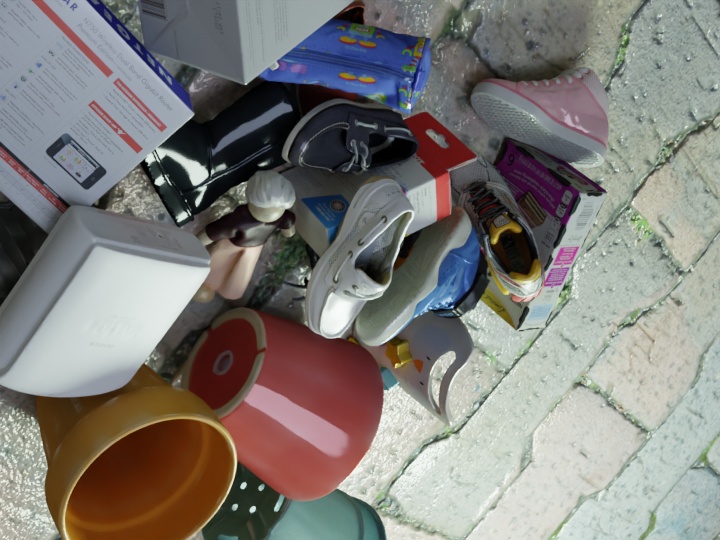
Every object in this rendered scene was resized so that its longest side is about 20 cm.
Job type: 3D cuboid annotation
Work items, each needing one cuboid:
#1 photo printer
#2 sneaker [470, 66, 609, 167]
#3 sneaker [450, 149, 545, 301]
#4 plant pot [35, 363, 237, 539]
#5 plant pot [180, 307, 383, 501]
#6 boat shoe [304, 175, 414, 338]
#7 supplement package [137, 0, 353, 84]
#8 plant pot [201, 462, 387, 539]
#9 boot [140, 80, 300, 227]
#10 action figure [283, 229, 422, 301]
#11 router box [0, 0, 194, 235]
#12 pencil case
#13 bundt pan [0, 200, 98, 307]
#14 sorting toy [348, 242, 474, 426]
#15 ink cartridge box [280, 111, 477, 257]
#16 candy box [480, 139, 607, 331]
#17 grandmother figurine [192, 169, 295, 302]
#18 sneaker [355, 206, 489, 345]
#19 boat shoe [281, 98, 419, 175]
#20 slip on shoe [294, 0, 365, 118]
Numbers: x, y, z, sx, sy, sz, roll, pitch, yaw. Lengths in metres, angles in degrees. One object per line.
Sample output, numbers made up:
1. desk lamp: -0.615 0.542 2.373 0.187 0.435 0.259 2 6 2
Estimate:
1. photo printer: -0.257 0.040 1.201 0.201 0.070 0.166 -51 147 19
2. sneaker: 0.223 -0.210 1.530 0.198 0.075 0.106 22 73 -25
3. sneaker: 0.165 -0.063 1.508 0.077 0.201 0.082 -30 168 -4
4. plant pot: -0.260 0.180 1.359 0.198 0.183 0.202 -20 133 -24
5. plant pot: -0.100 0.143 1.470 0.177 0.201 0.201 34 99 -37
6. boat shoe: 0.000 0.000 1.335 0.070 0.069 0.202 -3 128 -38
7. supplement package: -0.094 -0.277 1.128 0.200 0.119 0.122 -45 145 -39
8. plant pot: -0.096 0.334 1.619 0.200 0.200 0.196 -42 131 -3
9. boot: -0.150 -0.151 1.264 0.167 0.077 0.201 -34 142 -9
10. action figure: 0.011 -0.017 1.482 0.199 0.102 0.119 -38 135 -12
11. router box: -0.278 -0.157 1.114 0.179 0.049 0.200 -38 120 8
12. pencil case: -0.029 -0.210 1.241 0.197 0.087 0.079 12 113 -2
13. bundt pan: -0.322 0.026 1.270 0.200 0.076 0.204 -21 132 -24
14. sorting toy: 0.075 0.095 1.562 0.106 0.180 0.202 -10 128 -32
15. ink cartridge box: 0.022 -0.093 1.418 0.198 0.116 0.068 -25 137 -19
16. candy box: 0.208 -0.045 1.588 0.061 0.136 0.202 -4 124 -42
17. grandmother figurine: -0.118 -0.038 1.340 0.120 0.061 0.200 -21 160 -35
18. sneaker: 0.080 0.033 1.446 0.201 0.076 0.112 -54 130 -28
19. boat shoe: -0.005 -0.135 1.327 0.199 0.063 0.073 -17 142 -55
20. slip on shoe: -0.026 -0.209 1.331 0.073 0.061 0.202 -20 134 -28
